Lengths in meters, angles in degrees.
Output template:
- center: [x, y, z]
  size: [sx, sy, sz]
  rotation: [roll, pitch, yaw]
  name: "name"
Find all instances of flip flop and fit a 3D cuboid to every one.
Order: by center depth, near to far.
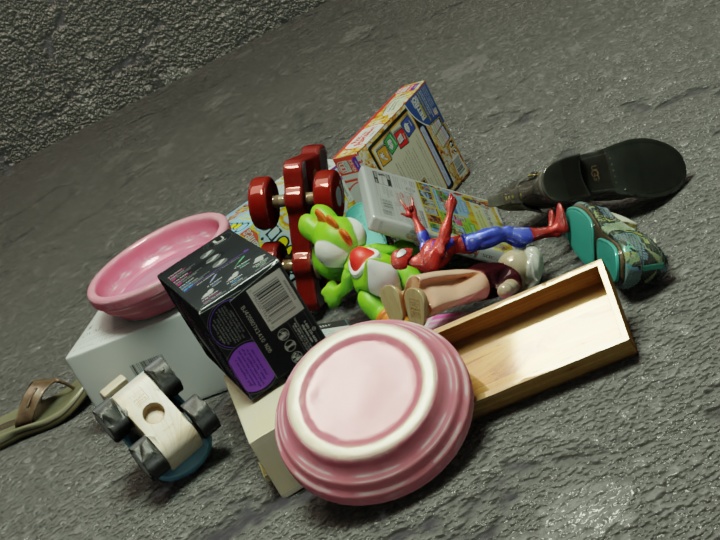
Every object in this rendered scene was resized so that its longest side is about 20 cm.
- center: [-0.450, 0.184, 2.059]
  size: [0.199, 0.058, 0.081]
  rotation: [-25, 21, 12]
  name: "flip flop"

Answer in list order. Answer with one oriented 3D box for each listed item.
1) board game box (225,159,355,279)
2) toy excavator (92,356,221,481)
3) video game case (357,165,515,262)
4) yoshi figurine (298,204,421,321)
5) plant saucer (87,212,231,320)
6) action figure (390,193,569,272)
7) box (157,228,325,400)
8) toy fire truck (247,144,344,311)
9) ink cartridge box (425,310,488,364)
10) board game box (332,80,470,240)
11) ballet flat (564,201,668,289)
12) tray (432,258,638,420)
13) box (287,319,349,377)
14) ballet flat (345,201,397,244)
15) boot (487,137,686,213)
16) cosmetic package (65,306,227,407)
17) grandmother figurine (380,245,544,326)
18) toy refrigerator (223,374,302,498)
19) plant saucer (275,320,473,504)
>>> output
- center: [-0.102, -0.062, 2.115]
  size: [0.200, 0.103, 0.105]
  rotation: [-37, 22, -20]
  name: "board game box"
- center: [-0.249, 0.178, 1.756]
  size: [0.100, 0.194, 0.200]
  rotation: [-40, -21, -17]
  name: "toy excavator"
- center: [0.090, -0.067, 1.824]
  size: [0.181, 0.023, 0.200]
  rotation: [15, 19, -9]
  name: "video game case"
- center: [0.007, 0.003, 1.753]
  size: [0.112, 0.112, 0.200]
  rotation: [-13, 48, -45]
  name: "yoshi figurine"
- center: [-0.246, 0.000, 1.886]
  size: [0.200, 0.051, 0.201]
  rotation: [-24, 21, 10]
  name: "plant saucer"
- center: [0.122, -0.057, 1.684]
  size: [0.199, 0.099, 0.065]
  rotation: [-17, -6, -7]
  name: "action figure"
- center: [-0.132, 0.044, 1.661]
  size: [0.106, 0.123, 0.200]
  rotation: [-34, 21, -12]
  name: "box"
- center: [-0.061, -0.056, 1.932]
  size: [0.112, 0.201, 0.168]
  rotation: [-5, 10, 15]
  name: "toy fire truck"
- center: [0.117, 0.081, 1.592]
  size: [0.200, 0.037, 0.095]
  rotation: [-6, 31, 43]
  name: "ink cartridge box"
- center: [0.059, -0.141, 2.023]
  size: [0.046, 0.152, 0.200]
  rotation: [-11, 26, 39]
  name: "board game box"
- center: [0.277, -0.027, 1.612]
  size: [0.074, 0.074, 0.200]
  rotation: [-28, 22, 1]
  name: "ballet flat"
- center: [0.164, 0.074, 1.484]
  size: [0.199, 0.037, 0.099]
  rotation: [-24, 52, 15]
  name: "tray"
- center: [-0.033, 0.112, 1.655]
  size: [0.082, 0.049, 0.200]
  rotation: [-8, 17, -11]
  name: "box"
- center: [0.033, -0.001, 1.827]
  size: [0.069, 0.069, 0.200]
  rotation: [-26, 49, 7]
  name: "ballet flat"
- center: [0.264, -0.106, 1.773]
  size: [0.199, 0.070, 0.174]
  rotation: [-5, -3, -12]
  name: "boot"
- center: [-0.242, 0.079, 1.943]
  size: [0.199, 0.123, 0.200]
  rotation: [-21, 20, 21]
  name: "cosmetic package"
- center: [0.125, 0.013, 1.629]
  size: [0.200, 0.061, 0.121]
  rotation: [-18, 24, -37]
  name: "grandmother figurine"
- center: [-0.094, 0.163, 1.615]
  size: [0.070, 0.076, 0.200]
  rotation: [-30, 21, -4]
  name: "toy refrigerator"
- center: [0.008, 0.127, 1.453]
  size: [0.200, 0.051, 0.201]
  rotation: [-11, 53, 14]
  name: "plant saucer"
